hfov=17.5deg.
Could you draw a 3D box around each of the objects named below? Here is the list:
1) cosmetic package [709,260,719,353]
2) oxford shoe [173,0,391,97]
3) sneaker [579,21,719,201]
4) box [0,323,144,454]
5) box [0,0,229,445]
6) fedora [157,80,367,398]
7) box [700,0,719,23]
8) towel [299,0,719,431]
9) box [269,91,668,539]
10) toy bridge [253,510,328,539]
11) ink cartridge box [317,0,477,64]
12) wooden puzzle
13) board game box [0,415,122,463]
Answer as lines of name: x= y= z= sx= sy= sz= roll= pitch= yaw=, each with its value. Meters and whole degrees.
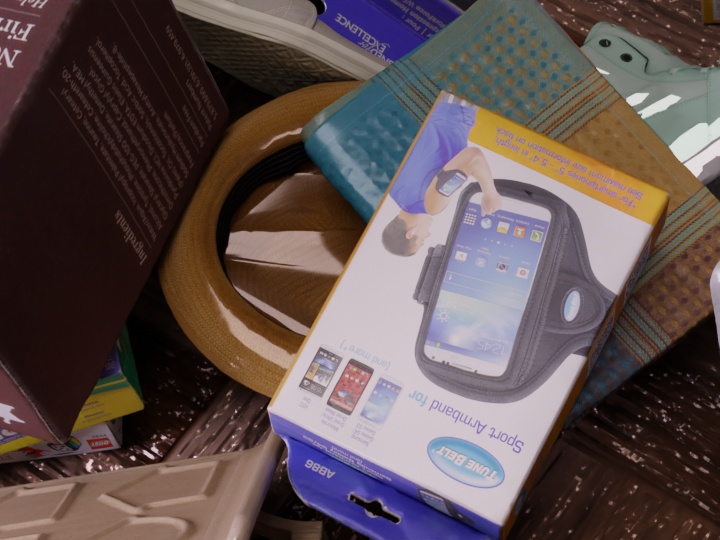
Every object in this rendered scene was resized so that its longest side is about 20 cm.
cosmetic package: x=0.287 y=0.015 z=1.069 sx=0.165 sy=0.165 sz=0.200 roll=36 pitch=72 yaw=26
oxford shoe: x=-0.059 y=-0.135 z=1.216 sx=0.200 sy=0.075 sz=0.058 roll=23 pitch=67 yaw=-14
sneaker: x=0.182 y=-0.105 z=1.205 sx=0.200 sy=0.074 sz=0.118 roll=-32 pitch=66 yaw=-4
box: x=-0.219 y=0.042 z=1.181 sx=0.199 sy=0.048 sz=0.118 roll=-19 pitch=59 yaw=4
box: x=-0.191 y=-0.057 z=1.104 sx=0.165 sy=0.164 sz=0.200 roll=13 pitch=63 yaw=23
fedora: x=0.000 y=0.000 z=1.181 sx=0.200 sy=0.082 sz=0.201 roll=0 pitch=61 yaw=1
box: x=0.199 y=-0.248 z=1.259 sx=0.041 sy=0.119 sz=0.201 roll=0 pitch=62 yaw=11
towel: x=0.084 y=-0.034 z=1.140 sx=0.147 sy=0.022 sz=0.200 roll=-36 pitch=73 yaw=-18
box: x=0.046 y=0.029 z=1.070 sx=0.119 sy=0.042 sz=0.200 roll=25 pitch=71 yaw=11
toy bridge: x=-0.114 y=0.134 z=1.160 sx=0.199 sy=0.027 sz=0.067 roll=-3 pitch=58 yaw=10
ink cartridge box: x=-0.002 y=-0.215 z=1.272 sx=0.198 sy=0.043 sz=0.200 roll=33 pitch=69 yaw=-10
wooden puzzle: x=-0.132 y=0.132 z=1.071 sx=0.199 sy=0.185 sz=0.046 roll=-14 pitch=99 yaw=7
board game box: x=-0.190 y=0.006 z=1.242 sx=0.126 sy=0.035 sz=0.201 roll=-8 pitch=60 yaw=7
